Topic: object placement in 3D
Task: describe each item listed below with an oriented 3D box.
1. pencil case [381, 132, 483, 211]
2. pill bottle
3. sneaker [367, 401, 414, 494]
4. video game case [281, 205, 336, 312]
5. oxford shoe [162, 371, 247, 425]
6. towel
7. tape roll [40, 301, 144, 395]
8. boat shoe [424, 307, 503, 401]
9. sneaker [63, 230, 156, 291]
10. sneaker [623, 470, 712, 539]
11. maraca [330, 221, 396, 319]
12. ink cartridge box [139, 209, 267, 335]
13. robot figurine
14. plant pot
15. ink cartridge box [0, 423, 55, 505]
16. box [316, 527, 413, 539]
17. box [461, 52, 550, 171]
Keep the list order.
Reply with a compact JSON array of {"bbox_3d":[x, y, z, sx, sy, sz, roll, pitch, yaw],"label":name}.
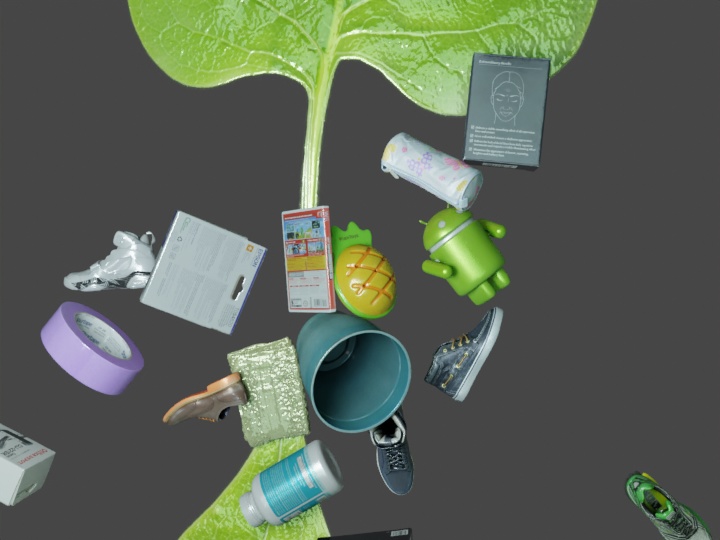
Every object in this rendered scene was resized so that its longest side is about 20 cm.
[{"bbox_3d":[0.136,-0.189,1.621,0.198,0.090,0.084,29,132,23],"label":"pencil case"},{"bbox_3d":[-0.140,0.430,1.683,0.198,0.111,0.112,-30,89,5],"label":"pill bottle"},{"bbox_3d":[0.061,0.351,1.646,0.076,0.146,0.206,-10,92,4],"label":"sneaker"},{"bbox_3d":[-0.102,-0.020,1.666,0.017,0.142,0.204,-5,92,-39],"label":"video game case"},{"bbox_3d":[-0.312,0.277,1.701,0.198,0.071,0.074,-29,86,23],"label":"oxford shoe"},{"bbox_3d":[-0.182,0.246,1.719,0.146,0.036,0.203,-13,90,5],"label":"towel"},{"bbox_3d":[-0.523,0.152,1.666,0.200,0.200,0.066,42,96,3],"label":"tape roll"},{"bbox_3d":[0.202,0.151,1.661,0.090,0.071,0.203,26,96,0],"label":"boat shoe"},{"bbox_3d":[-0.504,-0.019,1.724,0.196,0.075,0.117,-3,91,0],"label":"sneaker"},{"bbox_3d":[0.592,0.476,1.628,0.199,0.085,0.078,39,95,2],"label":"sneaker"},{"bbox_3d":[0.000,0.000,1.659,0.136,0.107,0.203,-14,75,-35],"label":"maraca"},{"bbox_3d":[-0.314,0.005,1.707,0.198,0.041,0.202,23,94,-21],"label":"ink cartridge box"},{"bbox_3d":[0.199,-0.034,1.634,0.174,0.116,0.201,-35,87,-22],"label":"robot figurine"},{"bbox_3d":[-0.031,0.172,1.610,0.197,0.188,0.203,-8,112,-21],"label":"plant pot"},{"bbox_3d":[-0.745,0.378,1.721,0.198,0.144,0.085,27,94,4],"label":"ink cartridge box"},{"bbox_3d":[0.013,0.605,1.692,0.196,0.079,0.144,-8,94,5],"label":"box"},{"bbox_3d":[0.275,-0.300,1.624,0.146,0.107,0.204,6,93,5],"label":"box"}]
